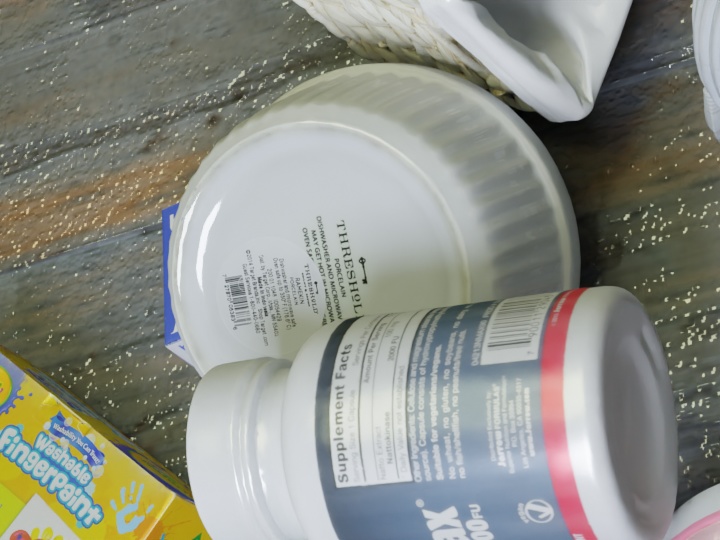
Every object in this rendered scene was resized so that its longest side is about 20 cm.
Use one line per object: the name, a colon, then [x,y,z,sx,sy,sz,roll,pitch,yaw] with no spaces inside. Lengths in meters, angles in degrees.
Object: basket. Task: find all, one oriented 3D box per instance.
basket: [0.067,-0.193,1.312,0.123,0.136,0.200,7,70,43]

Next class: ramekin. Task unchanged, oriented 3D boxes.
ramekin: [0.000,0.000,1.270,0.200,0.105,0.200,4,100,23]

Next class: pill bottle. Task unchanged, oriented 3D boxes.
pill bottle: [0.031,0.076,1.147,0.200,0.120,0.120,-8,61,24]

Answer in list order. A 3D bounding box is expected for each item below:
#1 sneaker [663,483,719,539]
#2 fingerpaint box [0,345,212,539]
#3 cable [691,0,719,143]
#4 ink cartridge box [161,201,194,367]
sneaker: [0.149,0.168,1.149,0.200,0.075,0.105,-31,46,28]
fingerpaint box: [-0.183,0.154,1.400,0.200,0.073,0.167,32,87,42]
cable: [0.241,-0.139,1.171,0.200,0.200,0.069,-36,55,-3]
ink cartridge box: [-0.016,-0.021,1.396,0.200,0.044,0.094,-23,52,25]
